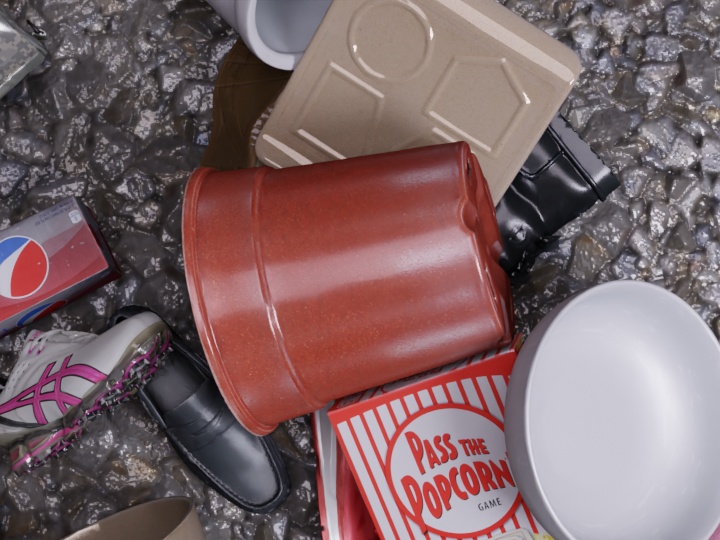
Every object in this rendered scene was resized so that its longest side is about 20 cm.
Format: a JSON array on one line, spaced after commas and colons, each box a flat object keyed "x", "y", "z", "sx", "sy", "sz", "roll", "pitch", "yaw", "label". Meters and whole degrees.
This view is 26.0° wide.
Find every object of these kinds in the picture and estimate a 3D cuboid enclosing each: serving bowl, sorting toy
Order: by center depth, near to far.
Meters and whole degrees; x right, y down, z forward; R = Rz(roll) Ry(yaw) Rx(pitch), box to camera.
[{"x": 0.173, "y": 0.109, "z": 1.088, "sx": 0.200, "sy": 0.066, "sz": 0.200, "roll": 6, "pitch": 80, "yaw": -34, "label": "serving bowl"}, {"x": 0.041, "y": -0.124, "z": 1.179, "sx": 0.185, "sy": 0.036, "sz": 0.200, "roll": 33, "pitch": 112, "yaw": 2, "label": "sorting toy"}]

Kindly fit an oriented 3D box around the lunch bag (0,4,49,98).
[{"x": -0.366, "y": -0.164, "z": 1.227, "sx": 0.168, "sy": 0.139, "sz": 0.200, "roll": 44, "pitch": 87, "yaw": 6, "label": "lunch bag"}]

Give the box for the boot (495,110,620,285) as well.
[{"x": 0.091, "y": -0.078, "z": 1.248, "sx": 0.162, "sy": 0.073, "sz": 0.198, "roll": -41, "pitch": 83, "yaw": 3, "label": "boot"}]

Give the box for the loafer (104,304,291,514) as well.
[{"x": -0.131, "y": 0.111, "z": 1.226, "sx": 0.068, "sy": 0.070, "sz": 0.201, "roll": -40, "pitch": 85, "yaw": -3, "label": "loafer"}]

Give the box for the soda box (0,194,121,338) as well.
[{"x": -0.296, "y": 0.018, "z": 1.244, "sx": 0.200, "sy": 0.063, "sz": 0.070, "roll": -27, "pitch": 83, "yaw": -1, "label": "soda box"}]

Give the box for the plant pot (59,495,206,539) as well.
[{"x": -0.167, "y": 0.302, "z": 1.165, "sx": 0.187, "sy": 0.187, "sz": 0.200, "roll": -25, "pitch": 97, "yaw": -2, "label": "plant pot"}]

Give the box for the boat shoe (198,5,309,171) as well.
[{"x": -0.080, "y": -0.116, "z": 1.262, "sx": 0.073, "sy": 0.063, "sz": 0.200, "roll": 15, "pitch": 82, "yaw": 33, "label": "boat shoe"}]

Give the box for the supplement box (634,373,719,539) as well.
[{"x": 0.218, "y": 0.137, "z": 1.198, "sx": 0.200, "sy": 0.110, "sz": 0.086, "roll": 39, "pitch": 85, "yaw": 5, "label": "supplement box"}]

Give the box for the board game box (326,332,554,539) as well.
[{"x": 0.084, "y": 0.165, "z": 1.148, "sx": 0.151, "sy": 0.046, "sz": 0.200, "roll": -21, "pitch": 97, "yaw": 18, "label": "board game box"}]

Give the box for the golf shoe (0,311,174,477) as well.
[{"x": -0.225, "y": 0.079, "z": 1.192, "sx": 0.200, "sy": 0.073, "sz": 0.092, "roll": -37, "pitch": 83, "yaw": 32, "label": "golf shoe"}]

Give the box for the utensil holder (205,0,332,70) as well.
[{"x": -0.078, "y": -0.278, "z": 1.197, "sx": 0.170, "sy": 0.170, "sz": 0.200, "roll": -44, "pitch": 63, "yaw": -4, "label": "utensil holder"}]

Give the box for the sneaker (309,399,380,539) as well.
[{"x": 0.025, "y": 0.168, "z": 1.215, "sx": 0.115, "sy": 0.078, "sz": 0.200, "roll": -8, "pitch": 85, "yaw": 1, "label": "sneaker"}]

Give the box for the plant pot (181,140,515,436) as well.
[{"x": 0.000, "y": 0.000, "z": 1.117, "sx": 0.195, "sy": 0.201, "sz": 0.201, "roll": -13, "pitch": 83, "yaw": 12, "label": "plant pot"}]
